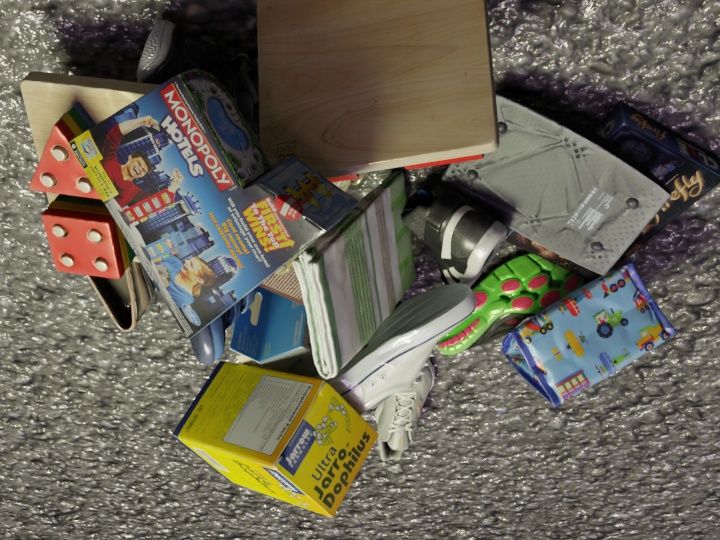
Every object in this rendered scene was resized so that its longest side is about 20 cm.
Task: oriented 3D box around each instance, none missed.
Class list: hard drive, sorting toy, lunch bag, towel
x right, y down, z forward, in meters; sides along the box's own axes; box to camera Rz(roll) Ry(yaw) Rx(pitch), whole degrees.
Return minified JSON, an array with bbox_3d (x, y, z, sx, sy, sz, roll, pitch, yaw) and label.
[{"bbox_3d":[0.196,-0.092,0.890,0.200,0.042,0.135,30,133,2],"label":"hard drive"},{"bbox_3d":[0.017,-0.175,0.759,0.199,0.200,0.070,-7,166,18],"label":"sorting toy"},{"bbox_3d":[0.246,0.072,1.009,0.150,0.094,0.200,-31,176,0],"label":"lunch bag"},{"bbox_3d":[0.000,0.000,0.927,0.031,0.200,0.150,10,125,27],"label":"towel"},{"bbox_3d":[-0.223,-0.076,0.846,0.199,0.070,0.199,8,129,9],"label":"sorting toy"}]

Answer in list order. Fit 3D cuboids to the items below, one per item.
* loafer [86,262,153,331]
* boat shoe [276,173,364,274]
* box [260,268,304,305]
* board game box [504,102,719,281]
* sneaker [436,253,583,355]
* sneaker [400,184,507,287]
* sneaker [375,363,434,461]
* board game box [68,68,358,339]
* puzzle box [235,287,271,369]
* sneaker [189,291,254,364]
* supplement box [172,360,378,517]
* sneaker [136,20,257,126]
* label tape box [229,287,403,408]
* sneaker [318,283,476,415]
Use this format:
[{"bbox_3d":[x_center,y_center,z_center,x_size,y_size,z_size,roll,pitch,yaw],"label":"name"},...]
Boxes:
[{"bbox_3d":[-0.306,-0.005,1.073,0.072,0.063,0.200,-4,138,10],"label":"loafer"},{"bbox_3d":[-0.049,-0.084,0.847,0.200,0.073,0.063,-53,146,16],"label":"boat shoe"},{"bbox_3d":[-0.086,-0.033,0.990,0.199,0.100,0.075,24,135,-21],"label":"box"},{"bbox_3d":[0.266,-0.076,0.949,0.135,0.035,0.200,23,136,-18],"label":"board game box"},{"bbox_3d":[0.177,0.037,1.075,0.200,0.077,0.084,-27,169,21],"label":"sneaker"},{"bbox_3d":[0.098,-0.041,0.983,0.112,0.073,0.200,38,168,8],"label":"sneaker"},{"bbox_3d":[0.062,0.200,1.246,0.075,0.092,0.200,6,139,-1],"label":"sneaker"},{"bbox_3d":[-0.112,-0.060,0.721,0.199,0.062,0.200,-18,107,36],"label":"board game box"},{"bbox_3d":[-0.088,0.110,1.128,0.025,0.133,0.200,-15,135,22],"label":"puzzle box"},{"bbox_3d":[-0.155,0.022,0.992,0.082,0.200,0.074,6,133,-13],"label":"sneaker"},{"bbox_3d":[-0.099,0.186,0.999,0.200,0.109,0.110,3,143,47],"label":"supplement box"},{"bbox_3d":[-0.167,-0.147,0.883,0.113,0.076,0.200,14,136,-6],"label":"sneaker"},{"bbox_3d":[-0.046,0.062,1.059,0.200,0.144,0.066,26,135,-23],"label":"label tape box"},{"bbox_3d":[0.050,0.089,0.980,0.200,0.073,0.071,-33,116,9],"label":"sneaker"}]
